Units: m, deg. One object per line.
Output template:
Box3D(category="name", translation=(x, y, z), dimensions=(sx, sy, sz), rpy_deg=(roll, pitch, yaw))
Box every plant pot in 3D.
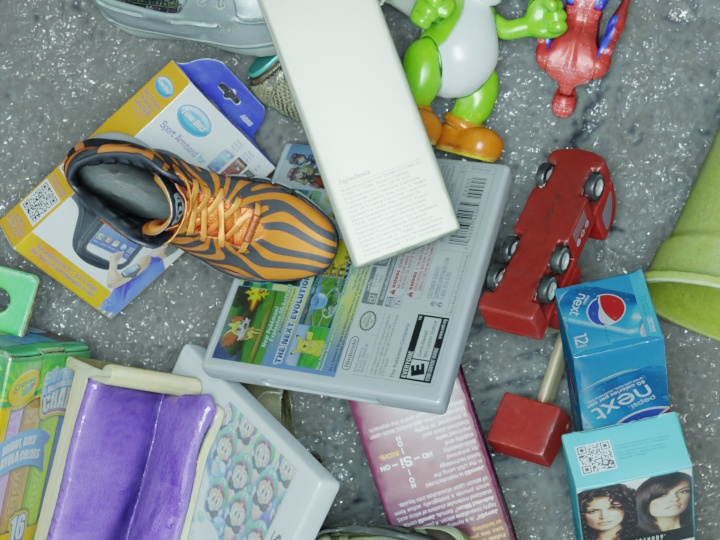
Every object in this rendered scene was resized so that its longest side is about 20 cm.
Box3D(category="plant pot", translation=(0.312, -0.044, 1.044), dimensions=(0.199, 0.200, 0.185), rpy_deg=(17, 81, 2))

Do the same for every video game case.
Box3D(category="video game case", translation=(-0.110, 0.178, 1.055), dimensions=(0.024, 0.200, 0.183), rpy_deg=(15, 106, -41))
Box3D(category="video game case", translation=(0.000, 0.000, 1.059), dimensions=(0.181, 0.022, 0.201), rpy_deg=(7, 60, 20))

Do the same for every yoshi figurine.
Box3D(category="yoshi figurine", translation=(0.092, -0.183, 1.067), dimensions=(0.111, 0.112, 0.201), rpy_deg=(16, 94, 12))

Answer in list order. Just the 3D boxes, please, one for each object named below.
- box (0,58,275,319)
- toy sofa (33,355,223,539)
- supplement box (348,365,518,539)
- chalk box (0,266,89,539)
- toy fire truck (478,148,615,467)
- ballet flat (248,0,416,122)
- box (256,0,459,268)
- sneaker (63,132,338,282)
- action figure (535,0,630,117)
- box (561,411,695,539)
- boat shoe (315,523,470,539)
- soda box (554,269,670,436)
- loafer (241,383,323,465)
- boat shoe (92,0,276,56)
Box3D(category="box", translation=(-0.155, -0.064, 1.093), dimensions=(0.200, 0.119, 0.042), rpy_deg=(-41, 49, 5))
Box3D(category="toy sofa", translation=(-0.177, 0.167, 1.052), dimensions=(0.083, 0.097, 0.201), rpy_deg=(14, 90, -41))
Box3D(category="supplement box", translation=(0.053, 0.140, 1.090), dimensions=(0.085, 0.110, 0.201), rpy_deg=(-18, 91, 3))
Box3D(category="chalk box", translation=(-0.289, 0.096, 1.081), dimensions=(0.124, 0.124, 0.201), rpy_deg=(13, 94, 17))
Box3D(category="toy fire truck", translation=(0.142, 0.027, 1.086), dimensions=(0.048, 0.141, 0.201), rpy_deg=(13, 64, 30))
Box3D(category="ballet flat", translation=(0.000, -0.195, 1.112), dimensions=(0.075, 0.068, 0.200), rpy_deg=(38, 100, -20))
Box3D(category="box", translation=(-0.001, -0.107, 1.013), dimensions=(0.082, 0.068, 0.201), rpy_deg=(-19, 90, 2))
Box3D(category="sneaker", translation=(-0.109, -0.033, 0.995), dimensions=(0.199, 0.112, 0.078), rpy_deg=(17, 98, -8))
Box3D(category="action figure", translation=(0.173, -0.214, 1.103), dimensions=(0.065, 0.052, 0.201), rpy_deg=(14, 97, 8))
Box3D(category="box", translation=(0.197, 0.189, 1.054), dimensions=(0.082, 0.049, 0.201), rpy_deg=(-12, 134, 3))
Box3D(category="boat shoe", translation=(-0.021, 0.208, 1.018), dimensions=(0.200, 0.066, 0.072), rpy_deg=(-12, 65, 24))
Box3D(category="soda box", translation=(0.184, 0.097, 1.046), dimensions=(0.064, 0.068, 0.201), rpy_deg=(-13, 134, 4))
Box3D(category="loafer", translation=(-0.057, 0.171, 1.114), dimensions=(0.067, 0.076, 0.201), rpy_deg=(-22, 91, 10))
Box3D(category="boat shoe", translation=(-0.114, -0.203, 1.080), dimensions=(0.199, 0.071, 0.071), rpy_deg=(6, 81, 21))
